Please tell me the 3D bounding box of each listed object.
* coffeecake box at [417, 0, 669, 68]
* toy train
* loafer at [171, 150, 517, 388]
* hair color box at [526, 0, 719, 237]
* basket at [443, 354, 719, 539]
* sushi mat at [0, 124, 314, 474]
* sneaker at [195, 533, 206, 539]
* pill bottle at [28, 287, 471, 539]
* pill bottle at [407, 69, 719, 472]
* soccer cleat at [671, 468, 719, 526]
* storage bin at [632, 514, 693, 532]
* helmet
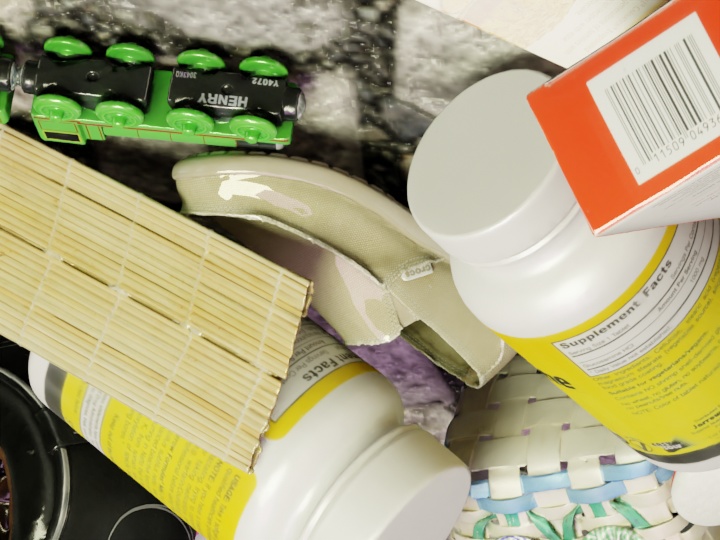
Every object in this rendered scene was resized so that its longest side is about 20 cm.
[{"bbox_3d":[0.062,-0.160,0.936,0.200,0.073,0.153,22,147,-19],"label":"coffeecake box"},{"bbox_3d":[-0.122,-0.079,1.160,0.199,0.042,0.056,7,159,5],"label":"toy train"},{"bbox_3d":[0.000,0.000,1.205,0.200,0.068,0.076,22,170,-19],"label":"loafer"},{"bbox_3d":[0.158,-0.067,0.954,0.101,0.061,0.200,-33,167,31],"label":"hair color box"},{"bbox_3d":[0.131,0.136,1.336,0.176,0.139,0.200,-9,134,28],"label":"basket"},{"bbox_3d":[-0.113,0.009,1.189,0.200,0.096,0.012,27,-165,25],"label":"sushi mat"},{"bbox_3d":[-0.050,0.122,1.438,0.088,0.082,0.200,18,155,-20],"label":"sneaker"},{"bbox_3d":[-0.052,0.073,1.233,0.200,0.114,0.114,38,156,21],"label":"pill bottle"},{"bbox_3d":[0.112,-0.001,1.145,0.112,0.113,0.200,-15,140,36],"label":"pill bottle"},{"bbox_3d":[0.232,0.070,1.190,0.200,0.085,0.069,-33,128,15],"label":"soccer cleat"},{"bbox_3d":[0.218,0.213,1.455,0.200,0.146,0.134,-9,134,28],"label":"storage bin"},{"bbox_3d":[-0.184,0.131,1.378,0.199,0.201,0.191,-2,169,20],"label":"helmet"}]
